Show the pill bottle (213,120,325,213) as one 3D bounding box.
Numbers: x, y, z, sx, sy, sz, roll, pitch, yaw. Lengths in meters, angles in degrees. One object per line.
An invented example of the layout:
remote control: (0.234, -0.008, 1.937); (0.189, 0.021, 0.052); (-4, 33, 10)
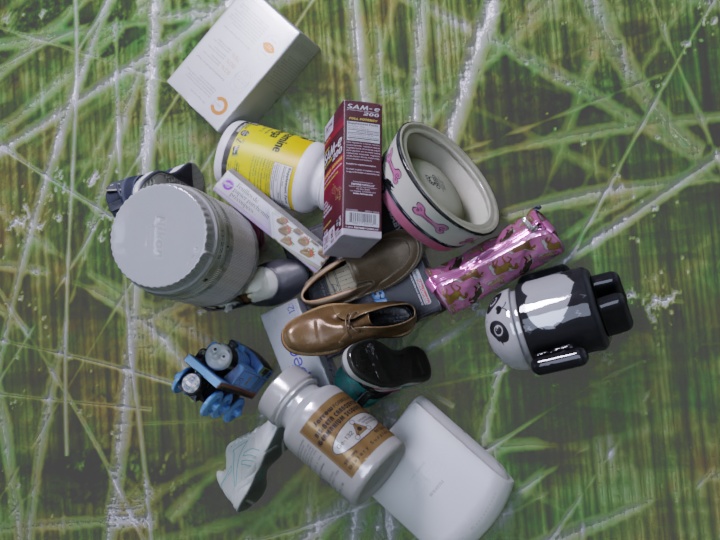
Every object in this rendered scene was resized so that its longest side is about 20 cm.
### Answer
pill bottle: (-0.115, -0.155, 1.601); (0.200, 0.112, 0.113); (18, 92, 17)

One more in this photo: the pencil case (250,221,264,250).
pencil case: (-0.258, -0.047, 1.648); (0.200, 0.094, 0.091); (-12, 84, 15)

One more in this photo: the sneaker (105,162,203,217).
sneaker: (-0.348, -0.111, 1.629); (0.146, 0.202, 0.077); (-14, 99, 17)

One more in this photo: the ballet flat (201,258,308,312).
ballet flat: (-0.173, 0.028, 1.604); (0.200, 0.073, 0.073); (-12, 83, 33)

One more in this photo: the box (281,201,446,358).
box: (0.005, 0.007, 1.589); (0.198, 0.050, 0.200); (-24, 81, 15)

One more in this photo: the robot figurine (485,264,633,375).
robot figurine: (0.275, 0.066, 1.459); (0.200, 0.150, 0.125); (-17, 95, 15)

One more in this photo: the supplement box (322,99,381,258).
supplement box: (-0.012, -0.128, 1.478); (0.061, 0.109, 0.200); (5, 74, -16)

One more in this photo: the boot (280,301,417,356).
boot: (-0.016, 0.075, 1.492); (0.200, 0.075, 0.074); (-11, 79, -6)

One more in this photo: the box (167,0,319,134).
box: (-0.184, -0.324, 1.641); (0.124, 0.097, 0.200); (45, 99, 14)

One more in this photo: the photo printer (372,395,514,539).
photo printer: (0.112, 0.309, 1.523); (0.200, 0.069, 0.166); (41, 99, 15)

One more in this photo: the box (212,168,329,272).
box: (-0.129, -0.075, 1.557); (0.200, 0.041, 0.039); (39, 100, -4)

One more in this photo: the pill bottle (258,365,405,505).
pill bottle: (-0.045, 0.230, 1.486); (0.200, 0.114, 0.114); (38, 98, 19)

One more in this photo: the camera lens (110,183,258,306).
camera lens: (-0.247, -0.034, 1.493); (0.160, 0.200, 0.160); (-2, 82, 15)

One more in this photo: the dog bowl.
dog bowl: (0.105, -0.114, 1.496); (0.074, 0.200, 0.200); (-40, 76, 31)

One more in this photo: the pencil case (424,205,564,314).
pencil case: (0.192, -0.012, 1.501); (0.200, 0.083, 0.087); (-30, 117, 8)

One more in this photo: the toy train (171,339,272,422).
toy train: (-0.209, 0.160, 1.569); (0.087, 0.200, 0.114); (36, 86, 17)

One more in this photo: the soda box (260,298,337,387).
soda box: (-0.081, 0.147, 1.596); (0.068, 0.063, 0.200); (-25, 80, 14)

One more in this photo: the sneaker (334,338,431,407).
sneaker: (0.004, 0.149, 1.511); (0.121, 0.200, 0.084); (-25, 69, 29)

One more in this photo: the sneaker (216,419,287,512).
sneaker: (-0.165, 0.276, 1.600); (0.080, 0.070, 0.200); (40, 112, 25)

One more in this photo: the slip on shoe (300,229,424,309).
slip on shoe: (0.000, 0.000, 1.533); (0.200, 0.061, 0.076); (-24, 81, 15)
